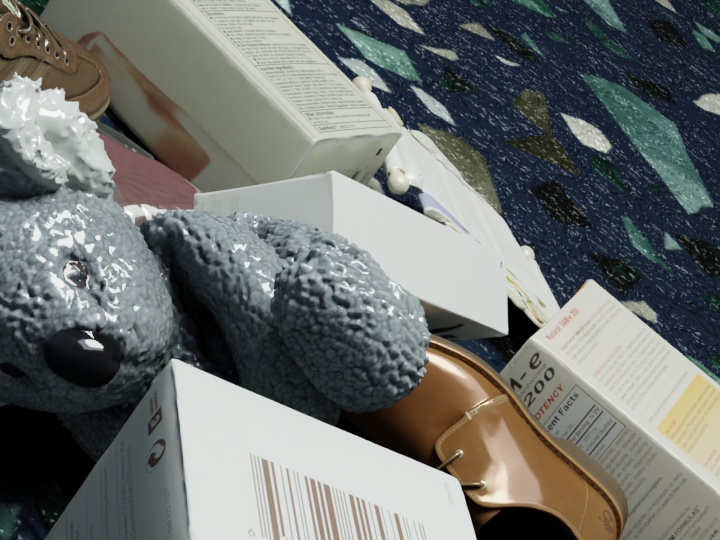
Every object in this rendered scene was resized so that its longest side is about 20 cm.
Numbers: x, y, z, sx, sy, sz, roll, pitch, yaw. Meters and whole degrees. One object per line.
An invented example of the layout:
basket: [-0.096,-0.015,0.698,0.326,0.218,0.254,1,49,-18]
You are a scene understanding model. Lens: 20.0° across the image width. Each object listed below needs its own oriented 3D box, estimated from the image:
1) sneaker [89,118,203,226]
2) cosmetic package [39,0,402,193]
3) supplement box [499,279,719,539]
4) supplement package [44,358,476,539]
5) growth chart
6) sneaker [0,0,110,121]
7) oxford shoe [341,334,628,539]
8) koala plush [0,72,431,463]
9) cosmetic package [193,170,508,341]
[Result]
sneaker: [-0.143,-0.028,1.023,0.115,0.076,0.200,38,14,16]
cosmetic package: [-0.085,-0.113,1.209,0.200,0.087,0.103,47,28,20]
supplement box: [0.171,0.108,1.168,0.200,0.074,0.126,40,25,8]
supplement package: [-0.058,0.152,0.649,0.116,0.200,0.118,24,27,-24]
growth chart: [0.070,-0.026,1.279,0.200,0.018,0.145,44,17,-28]
sneaker: [-0.195,-0.117,1.092,0.070,0.076,0.200,47,27,23]
oxford shoe: [0.052,0.095,1.050,0.199,0.071,0.071,34,32,-4]
koala plush: [-0.107,0.024,0.870,0.199,0.178,0.184,23,16,-25]
cosmetic package: [0.000,0.000,1.065,0.200,0.082,0.051,22,61,-58]
